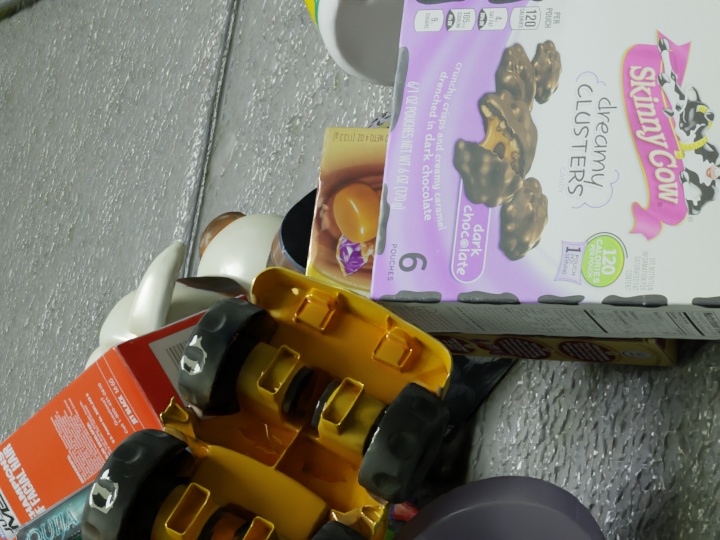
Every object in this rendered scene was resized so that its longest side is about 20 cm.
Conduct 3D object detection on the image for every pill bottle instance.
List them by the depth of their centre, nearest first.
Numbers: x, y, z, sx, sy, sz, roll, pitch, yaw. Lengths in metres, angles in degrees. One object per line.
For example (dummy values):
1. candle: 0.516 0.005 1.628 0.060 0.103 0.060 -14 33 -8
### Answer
1. pill bottle: 0.005 -0.218 1.608 0.113 0.113 0.200 -62 29 27

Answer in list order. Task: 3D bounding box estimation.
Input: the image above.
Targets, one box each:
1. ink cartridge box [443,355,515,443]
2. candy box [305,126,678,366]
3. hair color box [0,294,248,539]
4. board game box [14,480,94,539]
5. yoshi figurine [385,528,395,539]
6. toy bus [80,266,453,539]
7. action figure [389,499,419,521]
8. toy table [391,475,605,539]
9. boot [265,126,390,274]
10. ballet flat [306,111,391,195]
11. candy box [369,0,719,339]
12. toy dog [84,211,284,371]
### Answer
1. ink cartridge box: 0.035 0.049 1.426 0.200 0.099 0.039 -54 36 41
2. candy box: 0.074 -0.014 1.293 0.200 0.056 0.117 3 75 22
3. hair color box: -0.146 0.096 1.476 0.200 0.111 0.064 -40 78 44
4. board game box: -0.094 0.132 1.437 0.200 0.135 0.028 -32 62 36
5. yoshi figurine: -0.067 0.192 1.390 0.200 0.112 0.112 -20 44 38
6. toy bus: -0.039 0.128 1.236 0.200 0.136 0.192 -59 -18 -20
7. action figure: 0.006 0.143 1.496 0.200 0.099 0.065 27 100 41
8. toy table: 0.059 0.215 1.222 0.117 0.183 0.200 -84 -3 -49
9. boot: 0.008 -0.025 1.451 0.075 0.200 0.097 48 140 15
10. ballet flat: -0.011 -0.017 1.591 0.072 0.072 0.201 -23 57 59
11. candy box: 0.117 -0.054 1.217 0.200 0.072 0.168 0 74 22
12. toy dog: -0.099 0.038 1.629 0.139 0.200 0.194 6 124 32
